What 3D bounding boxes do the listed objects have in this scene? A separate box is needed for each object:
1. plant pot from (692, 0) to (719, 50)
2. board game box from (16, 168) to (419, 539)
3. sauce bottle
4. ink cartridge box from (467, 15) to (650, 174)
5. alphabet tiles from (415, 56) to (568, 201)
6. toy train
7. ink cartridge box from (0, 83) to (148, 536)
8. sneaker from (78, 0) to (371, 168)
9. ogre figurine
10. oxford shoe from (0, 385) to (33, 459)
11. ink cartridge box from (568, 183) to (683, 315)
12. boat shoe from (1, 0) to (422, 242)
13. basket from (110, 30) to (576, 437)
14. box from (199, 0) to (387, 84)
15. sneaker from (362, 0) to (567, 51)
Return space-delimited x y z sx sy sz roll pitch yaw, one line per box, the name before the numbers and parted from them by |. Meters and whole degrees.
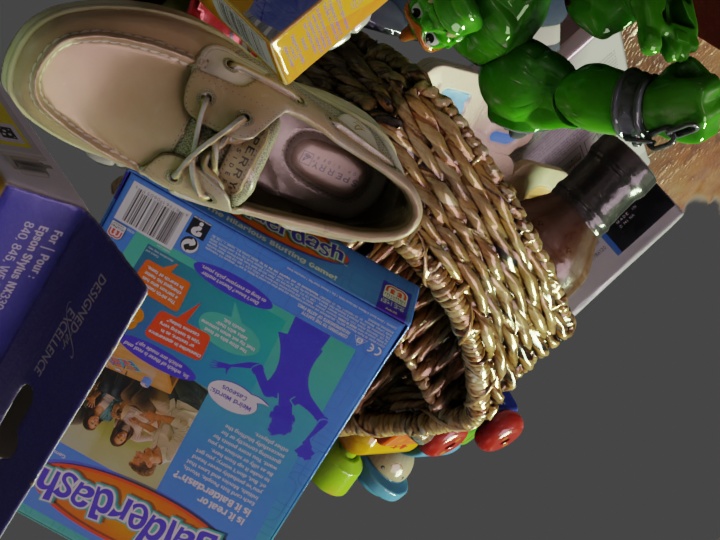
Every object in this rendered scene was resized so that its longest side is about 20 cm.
plant pot | 0.197 -0.217 1.188 0.200 0.200 0.177 -30 139 -29
board game box | -0.085 0.056 1.211 0.200 0.152 0.045 -58 -173 26
sauce bottle | 0.082 0.006 1.391 0.200 0.065 0.065 -47 155 -3
ink cartridge box | 0.076 -0.054 1.473 0.200 0.045 0.176 -41 153 -8
alphabet tiles | 0.026 -0.021 1.381 0.195 0.015 0.201 10 113 -43
toy train | 0.006 0.099 1.572 0.116 0.085 0.200 -41 158 25
ink cartridge box | -0.187 0.015 0.994 0.047 0.200 0.198 8 124 -43
sneaker | -0.058 -0.128 1.129 0.200 0.077 0.085 -42 146 -11
ogre figurine | 0.082 -0.139 1.163 0.120 0.200 0.098 -24 -154 41
oxford shoe | -0.179 0.025 1.093 0.071 0.200 0.071 -37 117 25
ink cartridge box | 0.127 0.005 1.533 0.099 0.039 0.200 -42 176 -16
boat shoe | -0.060 -0.060 1.088 0.199 0.065 0.072 21 106 -31
basket | 0.000 0.000 1.252 0.149 0.143 0.200 -40 128 -11
box | 0.003 -0.186 1.075 0.200 0.119 0.042 -42 154 -7
sneaker | 0.040 -0.158 1.258 0.200 0.070 0.082 -4 113 -54
